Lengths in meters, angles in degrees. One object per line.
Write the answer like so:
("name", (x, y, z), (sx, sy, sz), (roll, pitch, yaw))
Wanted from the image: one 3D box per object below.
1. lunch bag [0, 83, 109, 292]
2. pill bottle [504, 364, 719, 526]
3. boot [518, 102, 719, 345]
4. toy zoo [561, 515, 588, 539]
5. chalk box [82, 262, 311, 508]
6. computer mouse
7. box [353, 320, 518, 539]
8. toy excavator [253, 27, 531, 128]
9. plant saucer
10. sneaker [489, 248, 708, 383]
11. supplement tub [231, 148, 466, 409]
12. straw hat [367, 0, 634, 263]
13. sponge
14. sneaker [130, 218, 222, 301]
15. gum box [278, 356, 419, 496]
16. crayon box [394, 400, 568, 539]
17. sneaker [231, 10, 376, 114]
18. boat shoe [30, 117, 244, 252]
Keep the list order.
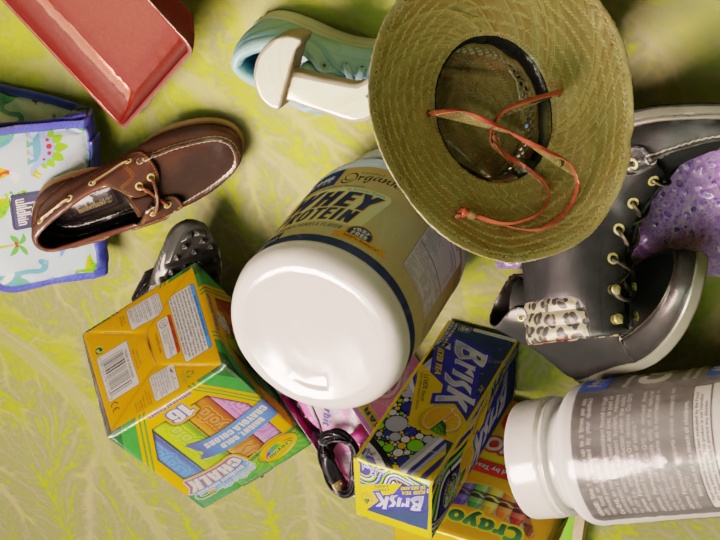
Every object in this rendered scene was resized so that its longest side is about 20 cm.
("lunch bag", (-0.332, -0.076, 1.339), (0.199, 0.128, 0.171), (5, 122, 8))
("pill bottle", (0.219, 0.136, 1.115), (0.199, 0.114, 0.114), (-10, 116, 30))
("boot", (0.194, -0.032, 1.039), (0.203, 0.073, 0.154), (-11, 81, 33))
("toy zoo", (0.113, 0.228, 1.364), (0.199, 0.020, 0.132), (15, 127, 18))
("chalk box", (-0.130, 0.114, 1.287), (0.124, 0.125, 0.200), (-32, 139, 9))
("computer mouse", (-0.050, 0.113, 1.215), (0.058, 0.034, 0.201), (-12, 115, 32))
("box", (0.066, 0.126, 1.202), (0.070, 0.200, 0.065), (14, 128, 20))
("toy excavator", (0.047, -0.146, 1.056), (0.194, 0.100, 0.200), (43, 111, -4))
("plant saucer", (-0.225, -0.228, 1.190), (0.200, 0.037, 0.200), (47, 152, -8))
("sneaker", (0.177, 0.027, 1.119), (0.106, 0.075, 0.200), (25, 149, -10))
("supplement tub", (0.000, 0.000, 1.151), (0.144, 0.200, 0.145), (12, 125, 18))
("straw hat", (0.080, -0.104, 0.966), (0.201, 0.201, 0.085), (51, 165, -11))
("sponge", (0.192, -0.051, 1.128), (0.199, 0.030, 0.112), (2, 122, 27))
("sneaker", (-0.176, 0.021, 1.336), (0.091, 0.066, 0.201), (50, 146, 36))
("gum box", (-0.011, 0.090, 1.277), (0.066, 0.114, 0.200), (-20, 110, 36))
("crayon box", (0.111, 0.193, 1.222), (0.126, 0.200, 0.051), (14, 133, 19))
("sneaker", (-0.010, -0.143, 1.140), (0.199, 0.082, 0.074), (16, 128, 18))
("boat shoe", (-0.192, -0.067, 1.255), (0.199, 0.070, 0.071), (-23, 119, 11))
